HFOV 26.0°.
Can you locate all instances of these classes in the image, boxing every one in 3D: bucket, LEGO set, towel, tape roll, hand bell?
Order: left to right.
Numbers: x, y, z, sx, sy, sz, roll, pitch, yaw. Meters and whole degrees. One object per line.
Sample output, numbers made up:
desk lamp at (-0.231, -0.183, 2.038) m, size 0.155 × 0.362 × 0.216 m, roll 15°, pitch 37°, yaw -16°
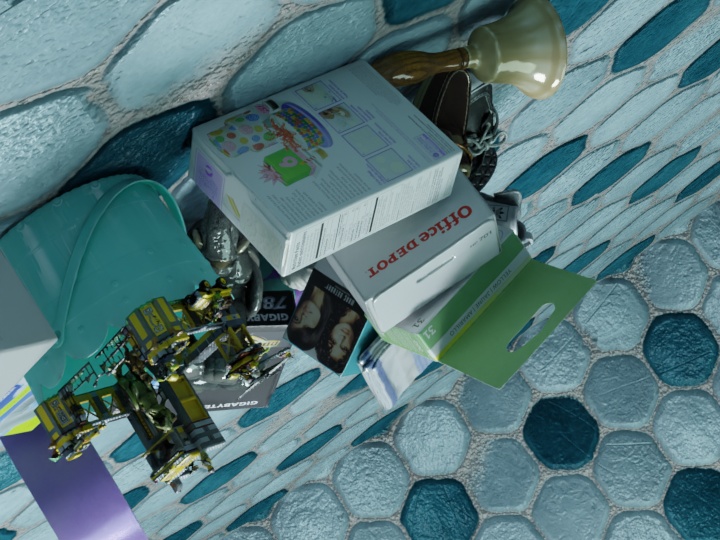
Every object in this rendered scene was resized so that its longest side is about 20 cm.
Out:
tape roll at (-0.322, 0.249, 1.763) m, size 0.085 × 0.201 × 0.200 m, roll -31°, pitch 166°, yaw -12°
bucket at (-0.222, 0.022, 1.350) m, size 0.206 × 0.135 × 0.207 m, roll -33°, pitch 168°, yaw -8°
LEGO set at (-0.155, 0.111, 1.268) m, size 0.200 × 0.116 × 0.153 m, roll -40°, pitch 165°, yaw 22°
towel at (0.080, 0.057, 1.637) m, size 0.200 × 0.024 × 0.147 m, roll -44°, pitch 157°, yaw -10°
hand bell at (0.089, -0.203, 1.503) m, size 0.198 × 0.105 × 0.104 m, roll -13°, pitch 158°, yaw -27°

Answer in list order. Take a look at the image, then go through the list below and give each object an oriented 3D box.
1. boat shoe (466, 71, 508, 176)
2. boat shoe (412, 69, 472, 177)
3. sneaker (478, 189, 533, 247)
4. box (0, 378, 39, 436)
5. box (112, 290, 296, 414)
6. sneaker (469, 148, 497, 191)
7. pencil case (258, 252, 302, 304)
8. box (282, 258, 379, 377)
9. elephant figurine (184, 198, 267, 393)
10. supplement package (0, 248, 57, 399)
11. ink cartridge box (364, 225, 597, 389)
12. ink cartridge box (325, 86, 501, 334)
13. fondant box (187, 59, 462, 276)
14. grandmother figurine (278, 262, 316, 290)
boat shoe at (0.120, -0.156, 1.721) m, size 0.073 × 0.068 × 0.200 m, roll -31°, pitch 166°, yaw -16°
boat shoe at (0.087, -0.112, 1.586) m, size 0.072 × 0.072 × 0.202 m, roll 7°, pitch 101°, yaw -45°
sneaker at (0.114, -0.077, 1.761) m, size 0.114 × 0.076 × 0.200 m, roll -6°, pitch 144°, yaw 33°
box at (-0.355, 0.119, 1.560) m, size 0.122 × 0.048 × 0.200 m, roll -40°, pitch 167°, yaw 18°
box at (-0.180, 0.093, 1.686) m, size 0.198 × 0.050 × 0.199 m, roll -2°, pitch 148°, yaw -17°
sneaker at (0.072, -0.097, 1.869) m, size 0.199 × 0.072 × 0.083 m, roll -38°, pitch -158°, yaw -9°
pencil case at (-0.063, -0.004, 1.765) m, size 0.199 × 0.086 × 0.092 m, roll -29°, pitch -178°, yaw -21°
box at (0.000, 0.000, 1.578) m, size 0.049 × 0.082 × 0.201 m, roll -6°, pitch 124°, yaw -61°
elephant figurine at (-0.143, 0.011, 1.519) m, size 0.154 × 0.202 × 0.141 m, roll -3°, pitch 165°, yaw 38°
supplement package at (-0.353, 0.053, 1.170) m, size 0.121 × 0.120 × 0.199 m, roll -43°, pitch 165°, yaw 26°
ink cartridge box at (0.110, 0.025, 1.480) m, size 0.146 × 0.048 × 0.200 m, roll -46°, pitch -152°, yaw -14°
ink cartridge box at (0.018, -0.066, 1.474) m, size 0.146 × 0.201 × 0.086 m, roll -33°, pitch 155°, yaw -6°
fondant box at (-0.031, -0.095, 1.374) m, size 0.199 × 0.144 × 0.059 m, roll -26°, pitch 148°, yaw -33°
grandmother figurine at (-0.008, -0.054, 1.655) m, size 0.200 × 0.121 × 0.061 m, roll -42°, pitch 123°, yaw 2°
